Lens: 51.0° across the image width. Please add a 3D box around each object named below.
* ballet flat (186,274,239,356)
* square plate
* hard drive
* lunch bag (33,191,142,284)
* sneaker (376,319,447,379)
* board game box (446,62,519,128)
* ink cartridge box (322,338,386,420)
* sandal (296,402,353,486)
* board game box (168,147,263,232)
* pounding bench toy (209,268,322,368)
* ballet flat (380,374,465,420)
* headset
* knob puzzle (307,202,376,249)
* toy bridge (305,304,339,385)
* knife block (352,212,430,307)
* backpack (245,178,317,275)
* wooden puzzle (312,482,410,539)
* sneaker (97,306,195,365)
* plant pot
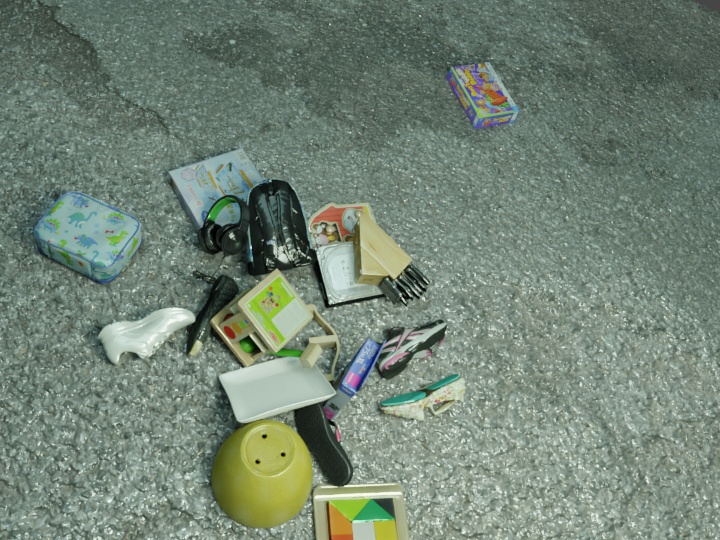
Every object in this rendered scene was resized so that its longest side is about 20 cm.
[{"bbox_3d":[-0.313,0.097,1.605,0.057,0.066,0.202,39,55,-26],"label":"ballet flat"},{"bbox_3d":[-0.169,0.235,1.506,0.196,0.029,0.200,-13,23,-18],"label":"square plate"},{"bbox_3d":[0.000,0.000,1.738,0.197,0.038,0.142,-9,73,-20],"label":"hard drive"},{"bbox_3d":[-0.586,-0.076,1.640,0.198,0.083,0.162,23,56,3],"label":"lunch bag"},{"bbox_3d":[0.104,0.151,1.659,0.199,0.081,0.086,-25,55,-32],"label":"sneaker"},{"bbox_3d":[0.349,-0.504,2.163,0.133,0.045,0.202,-13,61,-21],"label":"board game box"},{"bbox_3d":[-0.017,0.214,1.509,0.042,0.200,0.120,34,55,-2],"label":"ink cartridge box"},{"bbox_3d":[-0.068,0.338,1.504,0.045,0.075,0.201,7,43,-51],"label":"sandal"},{"bbox_3d":[-0.324,-0.181,1.795,0.198,0.041,0.201,-22,65,-25],"label":"board game box"},{"bbox_3d":[-0.187,0.131,1.561,0.201,0.155,0.124,52,50,-7],"label":"pounding bench toy"},{"bbox_3d":[0.139,0.279,1.590,0.198,0.076,0.065,-17,96,-17],"label":"ballet flat"},{"bbox_3d":[-0.311,-0.071,1.644,0.122,0.094,0.203,3,77,38],"label":"headset"},{"bbox_3d":[-0.046,-0.087,1.805,0.216,0.031,0.222,6,57,-9],"label":"knob puzzle"},{"bbox_3d":[-0.082,0.155,1.630,0.066,0.027,0.202,-5,54,-17],"label":"toy bridge"},{"bbox_3d":[0.074,-0.022,1.712,0.173,0.064,0.203,3,69,-16],"label":"knife block"},{"bbox_3d":[-0.195,-0.105,1.705,0.161,0.154,0.203,-13,99,-9],"label":"backpack"},{"bbox_3d":[0.007,0.503,1.426,0.182,0.037,0.202,1,57,-13],"label":"wooden puzzle"},{"bbox_3d":[-0.434,0.135,1.556,0.198,0.075,0.088,-19,75,-16],"label":"sneaker"},{"bbox_3d":[-0.177,0.361,1.412,0.197,0.143,0.202,6,56,-10],"label":"plant pot"}]
